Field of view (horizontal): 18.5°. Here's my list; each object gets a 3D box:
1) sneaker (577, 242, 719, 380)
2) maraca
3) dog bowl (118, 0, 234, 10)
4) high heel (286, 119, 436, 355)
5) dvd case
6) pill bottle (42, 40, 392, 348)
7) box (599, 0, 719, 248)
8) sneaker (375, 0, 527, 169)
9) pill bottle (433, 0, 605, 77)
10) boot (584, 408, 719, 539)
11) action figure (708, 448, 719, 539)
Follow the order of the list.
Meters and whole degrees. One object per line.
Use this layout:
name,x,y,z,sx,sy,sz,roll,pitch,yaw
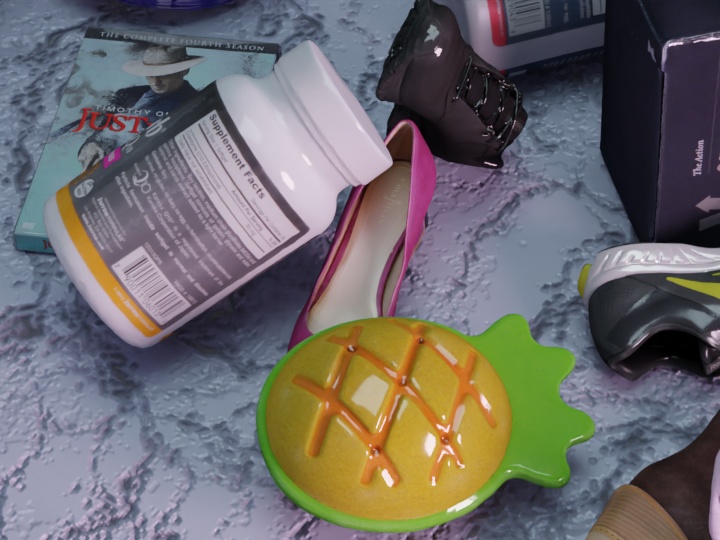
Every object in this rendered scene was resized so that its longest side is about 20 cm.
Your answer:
sneaker,0.237,0.028,1.372,0.200,0.075,0.085,-7,55,9
maraca,0.038,0.086,1.303,0.200,0.107,0.137,-8,66,-13
dog bowl,-0.142,-0.286,1.624,0.200,0.079,0.200,7,50,-8
high heel,0.000,0.000,1.384,0.067,0.096,0.200,19,53,18
dvd case,-0.143,-0.087,1.517,0.146,0.022,0.200,6,49,9
pill bottle,-0.088,-0.049,1.377,0.200,0.116,0.116,-34,52,6
box,0.264,-0.127,1.411,0.200,0.197,0.118,-12,49,-7
sneaker,0.064,-0.117,1.426,0.091,0.200,0.076,23,83,10
pill bottle,0.154,-0.208,1.539,0.200,0.120,0.120,-14,50,-9
boot,0.237,0.167,1.243,0.200,0.072,0.166,38,57,25
action figure,0.290,0.146,1.214,0.149,0.134,0.200,18,21,28
